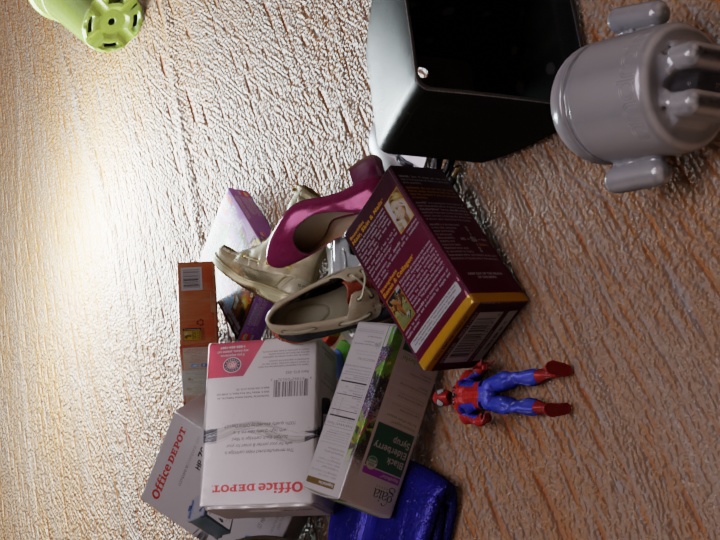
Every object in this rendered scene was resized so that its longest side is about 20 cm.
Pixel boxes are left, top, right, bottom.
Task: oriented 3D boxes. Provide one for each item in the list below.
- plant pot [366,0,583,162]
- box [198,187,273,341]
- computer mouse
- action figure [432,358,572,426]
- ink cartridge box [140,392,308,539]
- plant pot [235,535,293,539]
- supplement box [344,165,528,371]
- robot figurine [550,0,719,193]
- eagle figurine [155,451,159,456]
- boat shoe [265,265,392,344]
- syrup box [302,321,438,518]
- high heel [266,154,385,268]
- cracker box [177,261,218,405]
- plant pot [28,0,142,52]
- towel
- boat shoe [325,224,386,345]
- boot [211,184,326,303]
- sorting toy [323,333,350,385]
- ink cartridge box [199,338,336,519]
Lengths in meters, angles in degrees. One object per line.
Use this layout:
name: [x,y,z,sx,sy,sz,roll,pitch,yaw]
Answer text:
plant pot: [0.104,-0.218,1.404,0.178,0.197,0.202,128,140,-56]
box: [-0.169,-0.009,1.927,0.138,0.039,0.200,-65,35,24]
computer mouse: [0.050,-0.133,1.593,0.200,0.043,0.111,55,129,49]
action figure: [0.137,0.127,1.384,0.199,0.051,0.066,-16,72,59]
ink cartridge box: [-0.162,0.274,1.704,0.199,0.086,0.148,30,113,14]
plant pot: [-0.118,0.452,1.612,0.175,0.197,0.201,106,152,-44]
supplement box: [0.078,-0.004,1.444,0.111,0.085,0.201,-56,50,34]
robot figurine: [0.249,-0.157,1.205,0.199,0.112,0.172,-6,79,58]
eagle figurine: [-0.177,0.232,1.828,0.152,0.151,0.200,44,91,8]
boat shoe: [-0.014,0.030,1.545,0.198,0.063,0.072,-22,69,7]
syrup box: [0.016,0.165,1.496,0.081,0.078,0.202,2,70,56]
high heel: [-0.035,-0.045,1.589,0.199,0.067,0.097,-36,43,19]
cracker box: [-0.229,0.097,1.899,0.201,0.057,0.135,97,168,-57]
plant pot: [-0.493,-0.504,2.474,0.190,0.198,0.202,48,124,36]
towel: [0.030,0.283,1.515,0.199,0.049,0.150,15,96,59]
boat shoe: [0.001,0.000,1.616,0.072,0.069,0.203,-50,40,45]
boot: [-0.106,-0.041,1.766,0.199,0.072,0.157,25,92,49]
sorting toy: [-0.042,0.122,1.687,0.186,0.036,0.201,-63,35,28]
ink cartridge box: [-0.107,0.189,1.595,0.143,0.084,0.203,-5,69,15]
